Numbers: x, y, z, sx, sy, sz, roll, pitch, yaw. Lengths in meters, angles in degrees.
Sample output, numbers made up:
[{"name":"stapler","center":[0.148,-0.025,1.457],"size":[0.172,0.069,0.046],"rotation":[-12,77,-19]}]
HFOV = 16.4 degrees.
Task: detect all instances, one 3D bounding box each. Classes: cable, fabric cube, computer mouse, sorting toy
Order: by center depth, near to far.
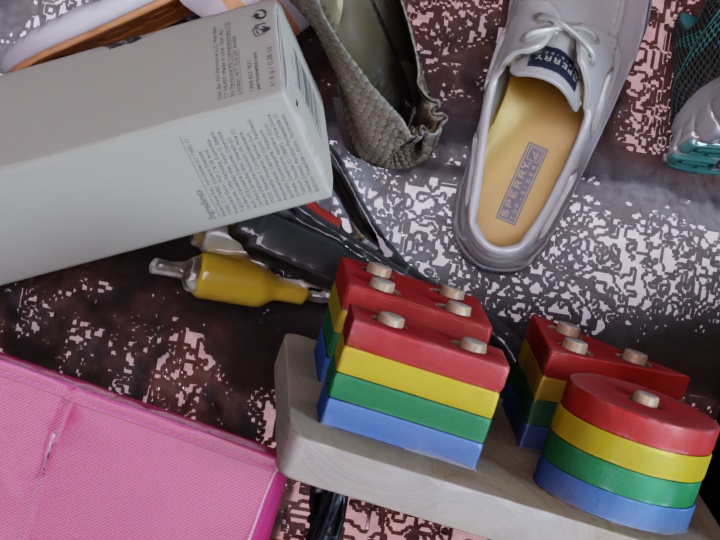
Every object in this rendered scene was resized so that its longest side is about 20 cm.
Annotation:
[{"name":"sorting toy","center":[0.067,0.061,1.108],"size":[0.198,0.200,0.070],"rotation":[17,99,-5]},{"name":"fabric cube","center":[-0.154,0.145,1.130],"size":[0.200,0.196,0.200],"rotation":[20,87,0]},{"name":"computer mouse","center":[-0.040,0.169,1.198],"size":[0.034,0.059,0.200],"rotation":[16,84,8]},{"name":"cable","center":[0.000,0.000,1.230],"size":[0.200,0.050,0.097],"rotation":[27,71,-10]}]

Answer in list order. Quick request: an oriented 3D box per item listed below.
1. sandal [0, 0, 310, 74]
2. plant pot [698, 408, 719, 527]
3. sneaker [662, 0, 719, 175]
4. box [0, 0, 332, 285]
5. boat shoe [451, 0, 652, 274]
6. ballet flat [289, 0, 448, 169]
[{"name":"sandal","center":[-0.072,-0.121,1.215],"size":[0.206,0.079,0.059],"rotation":[-25,87,6]},{"name":"plant pot","center":[0.254,0.098,1.116],"size":[0.199,0.200,0.178],"rotation":[30,74,2]},{"name":"sneaker","center":[0.194,-0.115,1.160],"size":[0.077,0.200,0.091],"rotation":[3,71,-23]},{"name":"box","center":[-0.119,-0.056,1.177],"size":[0.200,0.082,0.068],"rotation":[-13,50,8]},{"name":"boat shoe","center":[0.094,-0.096,1.212],"size":[0.071,0.070,0.200],"rotation":[22,86,2]},{"name":"ballet flat","center":[0.000,-0.121,1.162],"size":[0.046,0.200,0.067],"rotation":[21,56,35]}]
